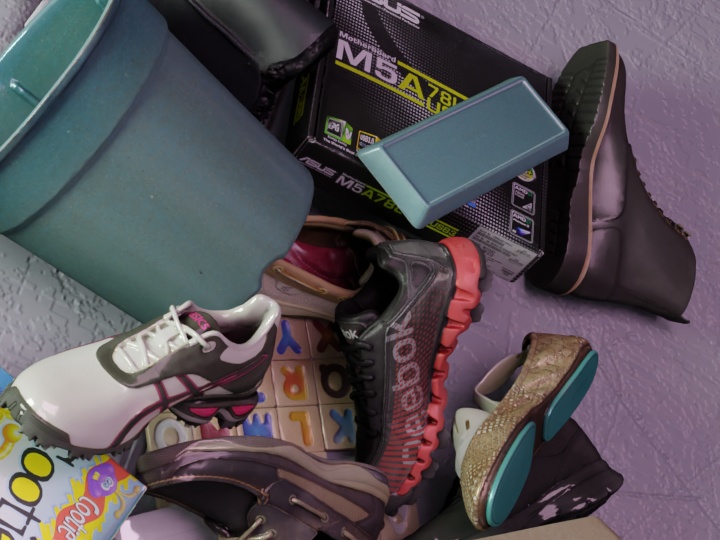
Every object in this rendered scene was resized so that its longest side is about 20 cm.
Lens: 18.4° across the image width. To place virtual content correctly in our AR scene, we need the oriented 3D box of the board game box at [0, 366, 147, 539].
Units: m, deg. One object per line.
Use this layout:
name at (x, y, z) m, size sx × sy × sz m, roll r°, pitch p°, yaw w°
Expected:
board game box at (-0.252, 0.120, 1.374) m, size 0.200 × 0.105 × 0.103 m, roll 42°, pitch 58°, yaw -11°

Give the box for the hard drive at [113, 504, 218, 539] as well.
hard drive at (-0.083, 0.249, 1.465) m, size 0.132 × 0.027 × 0.200 m, roll -12°, pitch 81°, yaw -32°

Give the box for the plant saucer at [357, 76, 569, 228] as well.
plant saucer at (0.080, -0.090, 1.586) m, size 0.070 × 0.019 × 0.200 m, roll 52°, pitch 40°, yaw 9°

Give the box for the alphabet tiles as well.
alphabet tiles at (-0.056, 0.111, 1.543) m, size 0.200 × 0.008 × 0.168 m, roll -1°, pitch 74°, yaw -30°

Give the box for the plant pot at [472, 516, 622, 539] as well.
plant pot at (0.110, 0.277, 1.472) m, size 0.199 × 0.200 × 0.177 m, roll -6°, pitch 61°, yaw -36°

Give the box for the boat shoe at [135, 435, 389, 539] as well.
boat shoe at (-0.057, 0.154, 1.438) m, size 0.200 × 0.074 × 0.073 m, roll 14°, pitch 64°, yaw -38°

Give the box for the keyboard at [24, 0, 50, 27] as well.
keyboard at (-0.145, -0.131, 1.578) m, size 0.200 × 0.011 × 0.056 m, roll 38°, pitch 54°, yaw -13°

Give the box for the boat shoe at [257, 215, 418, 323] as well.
boat shoe at (0.000, 0.000, 1.573) m, size 0.200 × 0.066 × 0.074 m, roll 3°, pitch 63°, yaw -29°

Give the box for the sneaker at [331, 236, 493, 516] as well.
sneaker at (0.019, 0.068, 1.525) m, size 0.098 × 0.071 × 0.201 m, roll 12°, pitch 97°, yaw -26°

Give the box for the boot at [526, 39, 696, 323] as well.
boot at (0.207, -0.064, 1.718) m, size 0.138 × 0.077 × 0.200 m, roll 18°, pitch 78°, yaw -27°

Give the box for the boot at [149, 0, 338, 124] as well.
boot at (-0.076, -0.216, 1.537) m, size 0.168 × 0.200 × 0.076 m, roll 40°, pitch 16°, yaw 5°

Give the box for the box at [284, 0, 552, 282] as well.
box at (0.046, -0.109, 1.622) m, size 0.200 × 0.048 × 0.193 m, roll 26°, pitch 46°, yaw -18°

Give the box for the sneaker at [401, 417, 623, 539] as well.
sneaker at (0.093, 0.160, 1.580) m, size 0.200 × 0.076 × 0.091 m, roll -21°, pitch 74°, yaw -39°

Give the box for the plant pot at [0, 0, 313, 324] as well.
plant pot at (-0.148, -0.066, 1.454) m, size 0.196 × 0.200 × 0.200 m, roll 39°, pitch 59°, yaw -20°

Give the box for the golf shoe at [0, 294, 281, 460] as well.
golf shoe at (-0.134, 0.056, 1.363) m, size 0.200 × 0.088 × 0.077 m, roll -11°, pitch 50°, yaw -48°

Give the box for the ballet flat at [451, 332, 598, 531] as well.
ballet flat at (0.101, 0.108, 1.546) m, size 0.065 × 0.071 × 0.200 m, roll 18°, pitch 36°, yaw 20°
